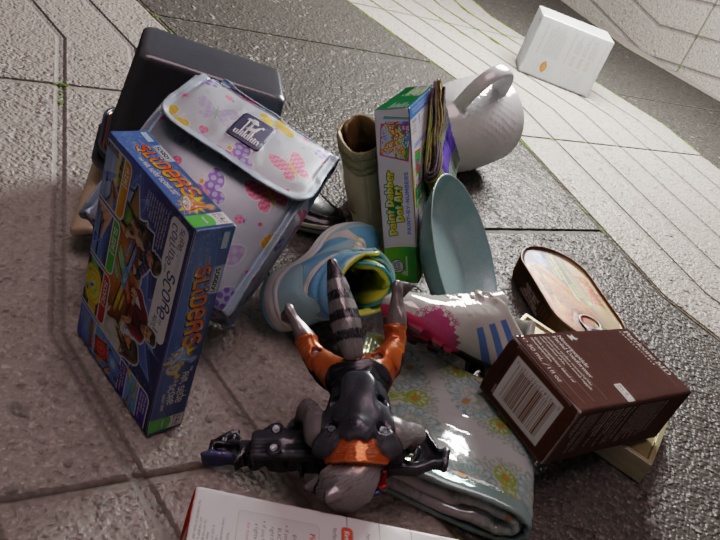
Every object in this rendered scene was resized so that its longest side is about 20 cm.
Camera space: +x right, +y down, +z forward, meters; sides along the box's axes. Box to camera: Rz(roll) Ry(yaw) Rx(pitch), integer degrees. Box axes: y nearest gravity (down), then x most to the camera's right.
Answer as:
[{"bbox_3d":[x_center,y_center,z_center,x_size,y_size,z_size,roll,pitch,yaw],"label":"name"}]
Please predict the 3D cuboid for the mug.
[{"bbox_3d":[0.171,-0.249,1.219,0.174,0.200,0.148,-25,71,-43],"label":"mug"}]

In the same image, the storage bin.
[{"bbox_3d":[-0.179,-0.177,0.847,0.198,0.135,0.146,15,34,-21],"label":"storage bin"}]

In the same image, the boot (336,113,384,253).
[{"bbox_3d":[0.012,-0.130,0.972,0.072,0.157,0.201,-5,34,8],"label":"boot"}]

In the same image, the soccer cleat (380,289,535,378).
[{"bbox_3d":[0.101,0.048,0.757,0.199,0.087,0.070,30,-11,-36],"label":"soccer cleat"}]

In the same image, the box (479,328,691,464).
[{"bbox_3d":[0.226,0.118,0.751,0.198,0.075,0.100,2,38,-41],"label":"box"}]

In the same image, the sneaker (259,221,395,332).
[{"bbox_3d":[0.000,0.000,0.795,0.129,0.080,0.200,-8,23,36],"label":"sneaker"}]

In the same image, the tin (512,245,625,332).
[{"bbox_3d":[0.271,0.040,1.000,0.110,0.042,0.201,7,35,-18],"label":"tin"}]

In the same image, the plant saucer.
[{"bbox_3d":[0.109,-0.009,0.884,0.038,0.203,0.201,-13,19,27],"label":"plant saucer"}]

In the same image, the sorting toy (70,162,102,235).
[{"bbox_3d":[-0.203,-0.080,0.844,0.197,0.037,0.186,12,35,-16],"label":"sorting toy"}]

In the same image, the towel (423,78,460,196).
[{"bbox_3d":[0.108,-0.131,0.976,0.022,0.200,0.145,-1,65,14],"label":"towel"}]

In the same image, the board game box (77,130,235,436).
[{"bbox_3d":[-0.170,0.012,0.603,0.034,0.202,0.135,-12,45,-43],"label":"board game box"}]

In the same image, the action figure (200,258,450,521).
[{"bbox_3d":[-0.031,0.098,0.596,0.197,0.105,0.195,-5,51,-4],"label":"action figure"}]

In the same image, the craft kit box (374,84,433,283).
[{"bbox_3d":[0.063,-0.111,0.923,0.048,0.200,0.200,-3,18,15],"label":"craft kit box"}]

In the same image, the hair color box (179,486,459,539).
[{"bbox_3d":[-0.027,0.225,0.505,0.197,0.064,0.111,15,32,-11],"label":"hair color box"}]

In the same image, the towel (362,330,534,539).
[{"bbox_3d":[0.069,0.144,0.704,0.198,0.049,0.172,24,32,2],"label":"towel"}]

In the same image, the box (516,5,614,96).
[{"bbox_3d":[0.525,-0.568,1.969,0.198,0.153,0.107,20,32,-4],"label":"box"}]

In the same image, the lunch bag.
[{"bbox_3d":[-0.138,-0.076,0.726,0.169,0.127,0.201,35,72,-2],"label":"lunch bag"}]

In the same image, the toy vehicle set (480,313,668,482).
[{"bbox_3d":[0.242,0.134,0.848,0.199,0.027,0.124,35,33,18],"label":"toy vehicle set"}]

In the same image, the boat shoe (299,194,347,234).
[{"bbox_3d":[-0.097,-0.111,0.969,0.199,0.063,0.074,36,32,18],"label":"boat shoe"}]
